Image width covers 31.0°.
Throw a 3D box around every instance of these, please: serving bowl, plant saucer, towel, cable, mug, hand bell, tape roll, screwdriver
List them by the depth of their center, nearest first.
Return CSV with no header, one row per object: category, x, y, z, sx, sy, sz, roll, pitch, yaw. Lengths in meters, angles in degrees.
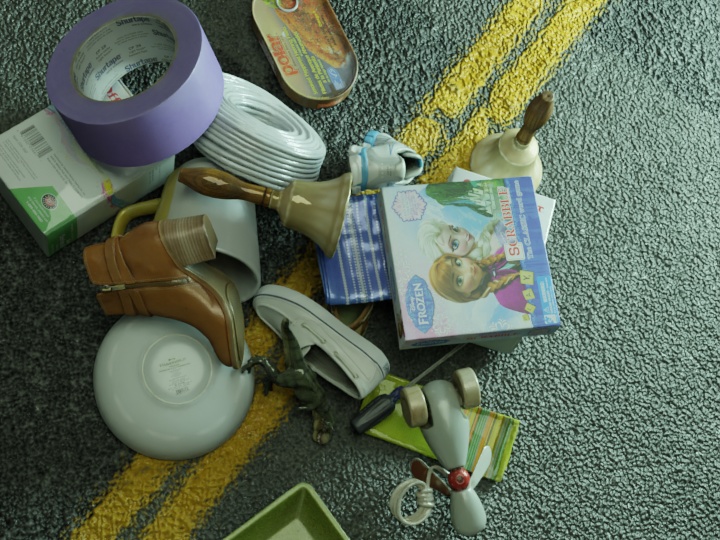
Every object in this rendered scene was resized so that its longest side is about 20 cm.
plant saucer,-0.087,0.385,1.507,0.199,0.048,0.200,-33,78,-20
hand bell,-0.118,-0.089,1.542,0.198,0.104,0.105,14,67,-7
tape roll,-0.270,-0.229,1.561,0.198,0.085,0.201,-8,55,11
serving bowl,-0.223,0.125,1.564,0.198,0.066,0.202,3,75,-11
mug,-0.210,-0.058,1.612,0.185,0.150,0.154,10,59,-13
towel,0.041,-0.035,1.624,0.198,0.024,0.146,-7,70,-9
screwdriver,0.068,0.139,1.625,0.199,0.029,0.028,-36,81,-18
towel,0.097,0.194,1.632,0.199,0.018,0.087,20,66,-2
cable,-0.135,-0.176,1.652,0.199,0.200,0.070,28,109,-6
hand bell,0.218,-0.178,1.701,0.103,0.200,0.105,4,68,-9

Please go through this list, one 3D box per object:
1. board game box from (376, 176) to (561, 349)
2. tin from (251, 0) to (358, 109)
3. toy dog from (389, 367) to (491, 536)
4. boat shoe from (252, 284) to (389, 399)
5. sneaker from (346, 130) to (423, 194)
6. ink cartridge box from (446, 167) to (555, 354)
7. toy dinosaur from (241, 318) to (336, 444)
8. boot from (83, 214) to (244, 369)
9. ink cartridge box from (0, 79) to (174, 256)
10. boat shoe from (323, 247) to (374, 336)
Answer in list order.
board game box,0.131,-0.012,1.599,0.198,0.041,0.202,-6,71,-11
tin,-0.080,-0.314,1.788,0.111,0.042,0.201,-19,73,-21
toy dog,0.102,0.215,1.586,0.131,0.096,0.202,8,90,-7
boat shoe,-0.061,0.091,1.599,0.199,0.072,0.066,34,54,14
sneaker,0.040,-0.136,1.665,0.086,0.200,0.076,-1,105,9
ink cartridge box,0.157,-0.013,1.688,0.145,0.086,0.201,17,68,-2
toy dinosaur,-0.089,0.127,1.569,0.087,0.201,0.048,-1,41,25
boot,-0.225,0.038,1.510,0.154,0.201,0.077,-14,28,8
ink cartridge box,-0.355,-0.137,1.642,0.200,0.088,0.146,-36,79,-19
boat shoe,0.000,0.000,1.659,0.075,0.074,0.201,12,67,-5
